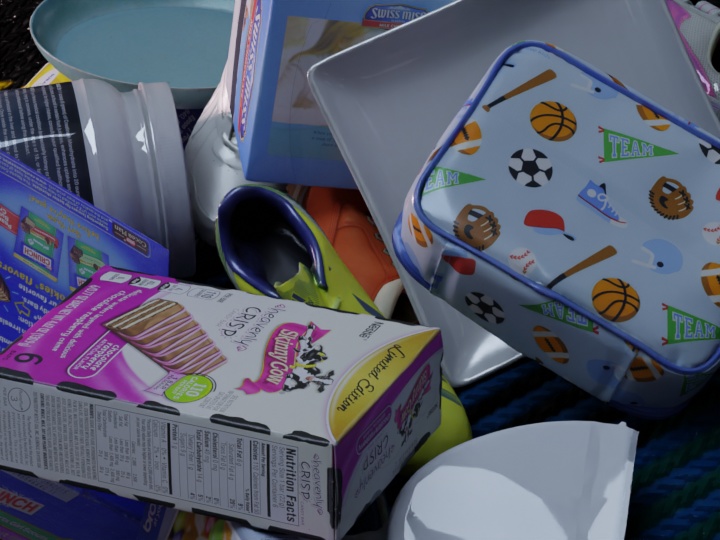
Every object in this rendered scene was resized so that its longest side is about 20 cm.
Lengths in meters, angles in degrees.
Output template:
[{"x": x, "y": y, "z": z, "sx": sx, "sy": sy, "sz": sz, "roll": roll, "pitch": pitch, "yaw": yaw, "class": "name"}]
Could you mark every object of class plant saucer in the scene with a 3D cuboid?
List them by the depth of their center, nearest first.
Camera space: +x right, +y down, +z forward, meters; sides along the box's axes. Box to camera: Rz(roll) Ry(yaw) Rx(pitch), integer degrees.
[{"x": -0.124, "y": -0.154, "z": 1.883, "sx": 0.200, "sy": 0.027, "sz": 0.200, "roll": 2, "pitch": 28, "yaw": -1, "class": "plant saucer"}]

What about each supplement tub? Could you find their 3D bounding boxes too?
[{"x": -0.209, "y": -0.042, "z": 1.715, "sx": 0.200, "sy": 0.141, "sz": 0.140, "roll": -9, "pitch": 33, "yaw": -7, "class": "supplement tub"}]

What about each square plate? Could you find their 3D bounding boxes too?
[{"x": 0.099, "y": -0.064, "z": 1.548, "sx": 0.200, "sy": 0.198, "sz": 0.028, "roll": -25, "pitch": 0, "yaw": 5, "class": "square plate"}]

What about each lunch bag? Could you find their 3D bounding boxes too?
[{"x": 0.130, "y": -0.024, "z": 1.471, "sx": 0.200, "sy": 0.076, "sz": 0.160, "roll": 32, "pitch": 60, "yaw": 6, "class": "lunch bag"}]

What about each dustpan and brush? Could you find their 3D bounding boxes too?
[{"x": 0.034, "y": 0.138, "z": 1.403, "sx": 0.200, "sy": 0.057, "sz": 0.140, "roll": 5, "pitch": 57, "yaw": 10, "class": "dustpan and brush"}]

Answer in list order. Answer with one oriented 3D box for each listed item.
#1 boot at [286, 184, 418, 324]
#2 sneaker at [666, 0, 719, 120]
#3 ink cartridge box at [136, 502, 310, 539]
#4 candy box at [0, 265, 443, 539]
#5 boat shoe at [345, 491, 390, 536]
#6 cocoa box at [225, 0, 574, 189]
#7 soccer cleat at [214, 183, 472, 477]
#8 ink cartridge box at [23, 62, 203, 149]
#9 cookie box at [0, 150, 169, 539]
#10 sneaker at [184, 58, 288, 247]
[{"x": 0.000, "y": 0.000, "z": 1.624, "sx": 0.107, "sy": 0.075, "sz": 0.200, "roll": 0, "pitch": 46, "yaw": 24, "class": "boot"}, {"x": 0.186, "y": -0.122, "z": 1.646, "sx": 0.088, "sy": 0.081, "sz": 0.200, "roll": -18, "pitch": 41, "yaw": 7, "class": "sneaker"}, {"x": -0.073, "y": 0.168, "z": 1.408, "sx": 0.042, "sy": 0.120, "sz": 0.200, "roll": 6, "pitch": 18, "yaw": -29, "class": "ink cartridge box"}, {"x": -0.074, "y": 0.064, "z": 1.413, "sx": 0.200, "sy": 0.061, "sz": 0.136, "roll": 11, "pitch": 28, "yaw": 21, "class": "candy box"}, {"x": -0.042, "y": 0.097, "z": 1.504, "sx": 0.072, "sy": 0.072, "sz": 0.200, "roll": -37, "pitch": 60, "yaw": -2, "class": "boat shoe"}, {"x": 0.030, "y": -0.130, "z": 1.633, "sx": 0.200, "sy": 0.134, "sz": 0.131, "roll": 4, "pitch": 30, "yaw": -11, "class": "cocoa box"}, {"x": -0.015, "y": 0.034, "z": 1.506, "sx": 0.065, "sy": 0.084, "sz": 0.200, "roll": -39, "pitch": 69, "yaw": 0, "class": "soccer cleat"}, {"x": -0.198, "y": -0.057, "z": 1.856, "sx": 0.200, "sy": 0.047, "sz": 0.198, "roll": 8, "pitch": 47, "yaw": 44, "class": "ink cartridge box"}, {"x": -0.194, "y": 0.045, "z": 1.558, "sx": 0.075, "sy": 0.171, "sz": 0.200, "roll": -32, "pitch": 42, "yaw": 33, "class": "cookie box"}, {"x": -0.064, "y": -0.112, "z": 1.744, "sx": 0.078, "sy": 0.099, "sz": 0.200, "roll": 15, "pitch": 68, "yaw": 2, "class": "sneaker"}]
